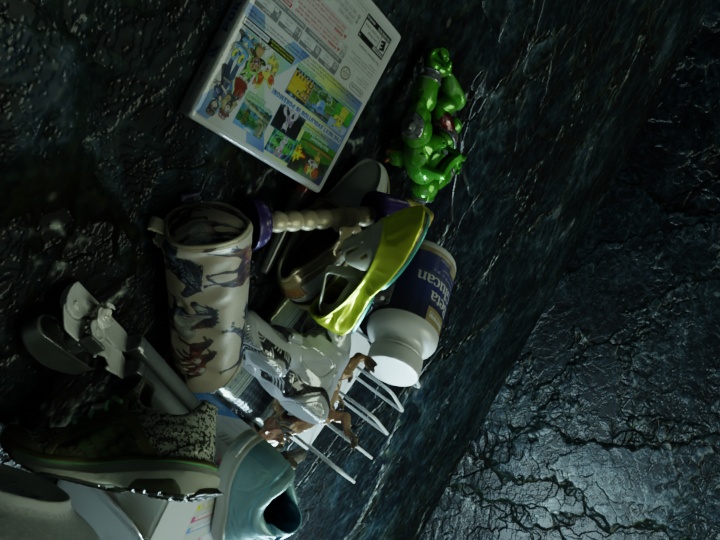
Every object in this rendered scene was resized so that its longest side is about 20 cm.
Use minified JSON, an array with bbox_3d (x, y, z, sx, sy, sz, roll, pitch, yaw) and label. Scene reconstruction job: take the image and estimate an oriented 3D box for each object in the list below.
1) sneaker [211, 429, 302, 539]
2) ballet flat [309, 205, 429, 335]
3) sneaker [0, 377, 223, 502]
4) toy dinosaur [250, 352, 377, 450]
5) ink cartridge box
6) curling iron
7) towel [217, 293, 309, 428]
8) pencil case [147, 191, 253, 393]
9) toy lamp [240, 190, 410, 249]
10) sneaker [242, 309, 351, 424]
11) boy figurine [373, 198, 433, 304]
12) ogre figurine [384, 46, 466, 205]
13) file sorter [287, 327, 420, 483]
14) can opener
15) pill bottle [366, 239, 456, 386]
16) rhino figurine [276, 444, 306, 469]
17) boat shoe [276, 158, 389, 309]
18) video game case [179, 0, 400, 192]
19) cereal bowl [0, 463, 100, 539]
[{"bbox_3d":[-0.099,0.250,0.677,0.074,0.081,0.203,-39,149,-36],"label":"sneaker"},{"bbox_3d":[0.000,0.000,0.724,0.068,0.066,0.201,-85,-158,-44],"label":"ballet flat"},{"bbox_3d":[-0.198,0.134,0.560,0.077,0.194,0.091,75,23,-65],"label":"sneaker"},{"bbox_3d":[-0.061,0.153,0.902,0.133,0.085,0.205,19,85,-28],"label":"toy dinosaur"},{"bbox_3d":[-0.205,0.215,0.687,0.128,0.127,0.199,-62,155,9],"label":"ink cartridge box"},{"bbox_3d":[-0.071,-0.091,0.731,0.049,0.025,0.204,3,115,-54],"label":"curling iron"},{"bbox_3d":[-0.100,0.101,0.895,0.201,0.034,0.194,-51,152,-14],"label":"towel"},{"bbox_3d":[-0.151,0.030,0.644,0.079,0.087,0.204,-85,-175,-51],"label":"pencil case"},{"bbox_3d":[-0.030,-0.054,0.725,0.196,0.058,0.059,-8,129,-33],"label":"toy lamp"},{"bbox_3d":[-0.079,0.084,0.801,0.116,0.074,0.201,-59,135,-29],"label":"sneaker"},{"bbox_3d":[0.042,-0.038,0.902,0.201,0.063,0.126,118,-5,-56],"label":"boy figurine"},{"bbox_3d":[0.093,-0.173,0.880,0.121,0.096,0.202,-59,170,-30],"label":"ogre figurine"},{"bbox_3d":[-0.011,0.218,1.083,0.202,0.123,0.139,-53,155,-13],"label":"file sorter"},{"bbox_3d":[-0.208,0.087,0.595,0.065,0.053,0.202,-22,135,10],"label":"can opener"},{"bbox_3d":[0.073,0.063,1.014,0.112,0.108,0.203,84,22,-55],"label":"pill bottle"},{"bbox_3d":[-0.139,0.287,0.978,0.087,0.061,0.199,-39,162,16],"label":"rhino figurine"},{"bbox_3d":[-0.029,-0.053,0.795,0.203,0.073,0.069,-61,153,-13],"label":"boat shoe"},{"bbox_3d":[-0.054,-0.187,0.626,0.199,0.022,0.185,23,96,-58],"label":"video game case"},{"bbox_3d":[-0.263,0.184,0.466,0.200,0.195,0.085,54,54,-64],"label":"cereal bowl"}]
